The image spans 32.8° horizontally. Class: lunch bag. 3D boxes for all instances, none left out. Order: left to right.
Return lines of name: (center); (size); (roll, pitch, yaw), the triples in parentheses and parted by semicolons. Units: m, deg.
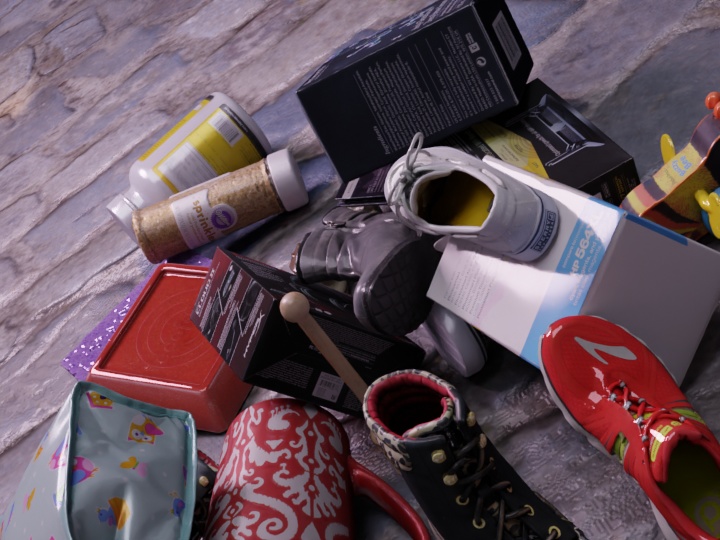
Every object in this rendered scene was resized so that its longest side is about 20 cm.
lunch bag: (-0.190, 0.212, 0.879); (0.171, 0.121, 0.201); (-57, 28, 28)

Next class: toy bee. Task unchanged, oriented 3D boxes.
toy bee: (0.283, -0.087, 0.994); (0.200, 0.109, 0.131); (-42, 31, -9)

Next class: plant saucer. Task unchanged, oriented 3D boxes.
plant saucer: (-0.180, 0.066, 1.275); (0.198, 0.037, 0.201); (4, 49, 32)

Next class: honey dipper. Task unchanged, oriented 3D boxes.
honey dipper: (-0.003, 0.087, 0.959); (0.038, 0.201, 0.038); (-23, 35, 17)

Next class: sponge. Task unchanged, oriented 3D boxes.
sponge: (-0.245, 0.058, 1.390); (0.200, 0.030, 0.111); (-47, 34, -16)

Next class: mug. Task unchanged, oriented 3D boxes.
mug: (-0.043, 0.211, 0.948); (0.201, 0.176, 0.134); (-91, 24, -57)

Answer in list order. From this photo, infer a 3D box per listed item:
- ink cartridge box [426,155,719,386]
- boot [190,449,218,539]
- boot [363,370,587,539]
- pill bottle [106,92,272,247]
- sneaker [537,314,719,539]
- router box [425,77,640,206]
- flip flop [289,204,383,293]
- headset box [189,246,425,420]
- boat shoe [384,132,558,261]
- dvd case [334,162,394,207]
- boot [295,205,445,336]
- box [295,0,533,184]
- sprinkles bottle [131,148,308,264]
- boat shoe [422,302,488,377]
ink cartridge box: (0.156, 0.002, 0.944); (0.200, 0.127, 0.127); (34, 103, 55)
boot: (-0.155, 0.236, 1.014); (0.154, 0.073, 0.203); (-54, 30, -5)
boot: (0.089, 0.158, 0.805); (0.073, 0.154, 0.203); (-42, 37, -15)
pill bottle: (-0.211, -0.115, 1.500); (0.200, 0.112, 0.112); (-44, 33, -11)
sneaker: (0.190, 0.102, 0.778); (0.077, 0.085, 0.201); (-38, 72, -3)
router box: (0.149, -0.090, 1.150); (0.156, 0.053, 0.200); (-28, 35, -2)
flip flop: (-0.038, -0.013, 1.246); (0.080, 0.058, 0.201); (0, 42, 37)
headset box: (-0.054, 0.053, 1.071); (0.078, 0.147, 0.200); (-66, 25, 6)
boat shoe: (0.056, -0.059, 0.925); (0.202, 0.085, 0.075); (33, 102, 57)
dvd case: (0.083, -0.126, 1.293); (0.198, 0.016, 0.150); (-2, 46, 28)
boot: (0.000, 0.000, 1.042); (0.130, 0.071, 0.200); (-5, 21, 25)
box: (0.058, -0.192, 1.222); (0.198, 0.108, 0.149); (-24, 16, 22)
sprinkles bottle: (-0.161, -0.073, 1.407); (0.198, 0.069, 0.069); (-22, 34, 4)
boat shoe: (0.079, 0.013, 1.094); (0.070, 0.073, 0.201); (-22, 40, -5)
